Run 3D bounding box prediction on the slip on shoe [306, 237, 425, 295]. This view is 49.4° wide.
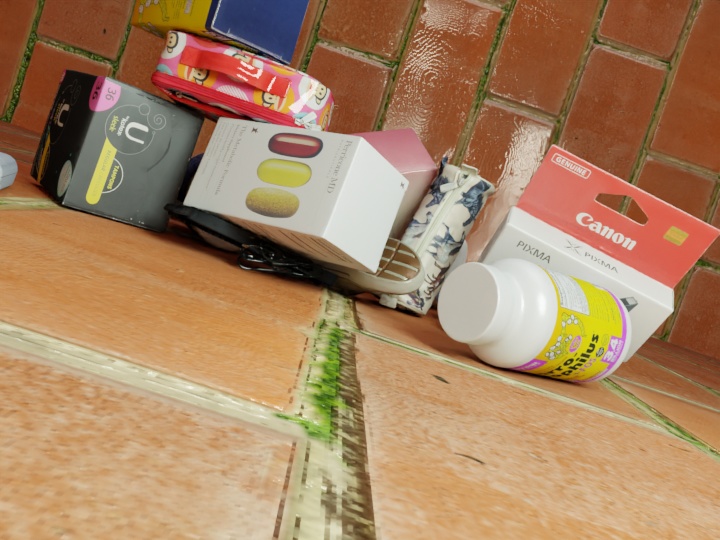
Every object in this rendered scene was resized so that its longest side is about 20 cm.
[{"bbox_3d":[0.000,0.000,0.925,0.200,0.061,0.076,16,42,42],"label":"slip on shoe"}]

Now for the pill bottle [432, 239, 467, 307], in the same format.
[{"bbox_3d":[0.049,-0.026,1.178,0.200,0.111,0.111,20,4,22],"label":"pill bottle"}]

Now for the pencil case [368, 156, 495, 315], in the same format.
[{"bbox_3d":[0.087,-0.037,0.960,0.078,0.200,0.089,28,-5,25],"label":"pencil case"}]

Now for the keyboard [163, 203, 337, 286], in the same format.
[{"bbox_3d":[-0.120,-0.016,0.864,0.200,0.040,0.104,25,-9,-33],"label":"keyboard"}]

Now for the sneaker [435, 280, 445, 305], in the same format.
[{"bbox_3d":[0.185,0.055,1.002,0.200,0.074,0.082,12,3,24],"label":"sneaker"}]

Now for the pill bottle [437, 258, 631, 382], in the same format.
[{"bbox_3d":[0.168,0.048,0.760,0.200,0.104,0.104,15,5,-39],"label":"pill bottle"}]

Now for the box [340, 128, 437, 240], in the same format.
[{"bbox_3d":[-0.012,-0.101,1.036,0.200,0.128,0.109,-9,42,-14],"label":"box"}]

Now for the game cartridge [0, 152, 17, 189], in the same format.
[{"bbox_3d":[-0.465,-0.131,0.808,0.200,0.041,0.133,17,0,-19],"label":"game cartridge"}]

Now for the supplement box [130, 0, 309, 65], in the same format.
[{"bbox_3d":[-0.161,-0.311,0.897,0.109,0.110,0.200,14,6,-43],"label":"supplement box"}]

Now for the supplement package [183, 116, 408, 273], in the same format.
[{"bbox_3d":[-0.069,-0.084,0.844,0.200,0.114,0.110,14,-11,34],"label":"supplement package"}]

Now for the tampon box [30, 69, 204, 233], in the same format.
[{"bbox_3d":[-0.303,-0.150,0.958,0.126,0.150,0.200,17,4,-35],"label":"tampon box"}]

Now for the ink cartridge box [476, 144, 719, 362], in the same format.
[{"bbox_3d":[0.246,-0.013,0.840,0.200,0.176,0.045,27,39,2],"label":"ink cartridge box"}]

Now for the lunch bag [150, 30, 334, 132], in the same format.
[{"bbox_3d":[-0.130,-0.205,0.894,0.200,0.082,0.176,19,-1,1],"label":"lunch bag"}]

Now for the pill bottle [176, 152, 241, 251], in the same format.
[{"bbox_3d":[-0.185,-0.097,1.030,0.116,0.116,0.200,16,5,-26],"label":"pill bottle"}]
